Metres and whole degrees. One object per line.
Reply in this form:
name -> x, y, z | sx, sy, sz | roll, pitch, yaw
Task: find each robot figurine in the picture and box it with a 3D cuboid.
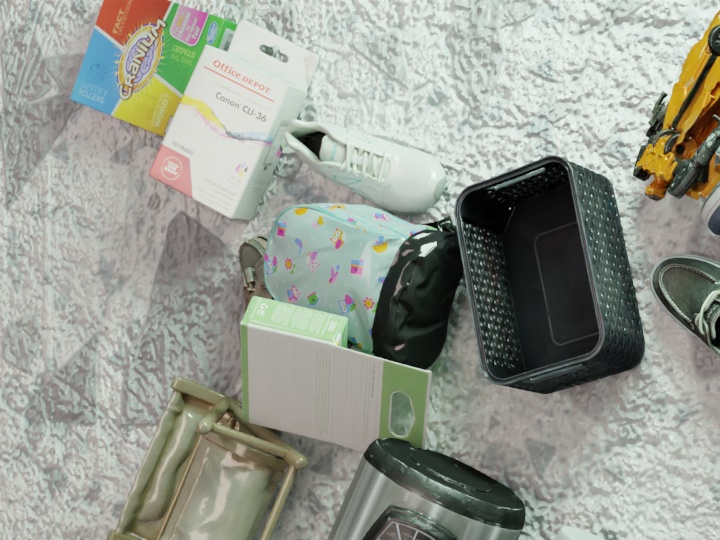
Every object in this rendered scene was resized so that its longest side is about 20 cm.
robot figurine -> 0.323, -0.151, 1.599 | 0.202, 0.058, 0.145 | -63, 16, 7

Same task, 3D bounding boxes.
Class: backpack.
backpack -> 0.000, 0.000, 1.783 | 0.199, 0.126, 0.169 | 25, 98, 37

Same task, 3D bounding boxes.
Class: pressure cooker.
pressure cooker -> 0.052, 0.283, 1.669 | 0.176, 0.177, 0.202 | 33, 100, 57

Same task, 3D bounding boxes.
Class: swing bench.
swing bench -> -0.166, 0.243, 1.836 | 0.201, 0.129, 0.200 | -67, 16, 4

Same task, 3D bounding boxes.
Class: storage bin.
storage bin -> 0.182, 0.006, 1.676 | 0.134, 0.093, 0.202 | -19, 72, 30

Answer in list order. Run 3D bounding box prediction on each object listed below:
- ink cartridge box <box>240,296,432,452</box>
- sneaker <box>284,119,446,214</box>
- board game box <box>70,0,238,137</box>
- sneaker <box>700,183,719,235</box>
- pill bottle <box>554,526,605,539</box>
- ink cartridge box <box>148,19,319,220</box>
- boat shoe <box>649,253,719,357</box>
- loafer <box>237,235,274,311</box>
ink cartridge box -> -0.023, 0.113, 1.745 | 0.198, 0.048, 0.147 | 12, 133, 10
sneaker -> 0.000, -0.111, 1.834 | 0.199, 0.080, 0.071 | 20, 91, 34
board game box -> -0.242, -0.243, 2.049 | 0.199, 0.040, 0.155 | 22, 94, 36
sneaker -> 0.407, -0.041, 1.536 | 0.201, 0.077, 0.148 | -28, 64, 27
pill bottle -> 0.181, 0.344, 1.604 | 0.110, 0.110, 0.202 | 28, 98, 35
ink cartridge box -> -0.139, -0.171, 1.930 | 0.116, 0.067, 0.202 | 26, 97, 16
boat shoe -> 0.337, 0.042, 1.573 | 0.199, 0.071, 0.073 | 36, 102, 35
loafer -> -0.091, 0.048, 1.867 | 0.201, 0.062, 0.072 | 62, 140, 25
